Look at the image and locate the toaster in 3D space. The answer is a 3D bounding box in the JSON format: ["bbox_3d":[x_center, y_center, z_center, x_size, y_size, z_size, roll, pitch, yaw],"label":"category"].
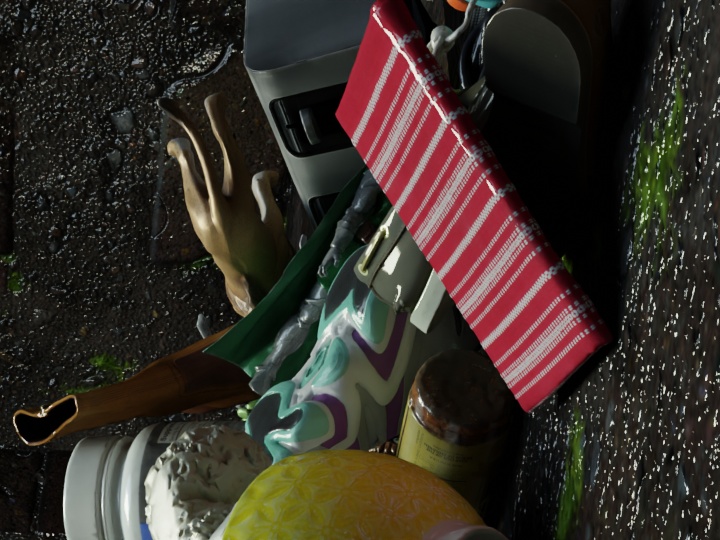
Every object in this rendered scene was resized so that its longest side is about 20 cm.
[{"bbox_3d":[0.001,-0.126,1.373,0.201,0.118,0.182,-93,-15,-52],"label":"toaster"}]

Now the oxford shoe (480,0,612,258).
[{"bbox_3d":[0.097,-0.074,0.985,0.071,0.071,0.201,-52,-18,-33],"label":"oxford shoe"}]

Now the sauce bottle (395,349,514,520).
[{"bbox_3d":[0.048,0.134,1.204,0.201,0.065,0.066,101,172,-47],"label":"sauce bottle"}]

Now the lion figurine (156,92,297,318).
[{"bbox_3d":[-0.079,-0.024,1.305,0.200,0.072,0.123,43,-151,-57],"label":"lion figurine"}]

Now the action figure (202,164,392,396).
[{"bbox_3d":[0.000,0.000,1.277,0.201,0.118,0.055,-58,26,9],"label":"action figure"}]

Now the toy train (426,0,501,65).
[{"bbox_3d":[0.078,-0.180,1.117,0.201,0.055,0.151,-82,13,-55],"label":"toy train"}]

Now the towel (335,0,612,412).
[{"bbox_3d":[0.053,-0.031,0.990,0.201,0.022,0.145,58,164,10],"label":"towel"}]

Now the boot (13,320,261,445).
[{"bbox_3d":[-0.128,0.070,1.426,0.188,0.199,0.069,-16,84,48],"label":"boot"}]

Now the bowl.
[{"bbox_3d":[0.028,0.183,1.028,0.107,0.199,0.202,-18,57,36],"label":"bowl"}]

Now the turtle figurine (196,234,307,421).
[{"bbox_3d":[-0.053,0.114,1.550,0.200,0.143,0.195,43,-140,-46],"label":"turtle figurine"}]

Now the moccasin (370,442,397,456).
[{"bbox_3d":[0.041,0.084,1.328,0.078,0.073,0.203,89,-169,-57],"label":"moccasin"}]

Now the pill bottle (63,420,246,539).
[{"bbox_3d":[-0.105,0.165,1.421,0.114,0.198,0.115,-3,-90,-77],"label":"pill bottle"}]

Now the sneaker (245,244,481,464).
[{"bbox_3d":[0.013,0.098,1.238,0.201,0.139,0.078,-57,27,2],"label":"sneaker"}]

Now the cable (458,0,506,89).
[{"bbox_3d":[0.073,-0.075,1.200,0.164,0.050,0.202,-96,11,-63],"label":"cable"}]

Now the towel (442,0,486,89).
[{"bbox_3d":[0.082,-0.244,1.341,0.193,0.034,0.201,102,172,-54],"label":"towel"}]

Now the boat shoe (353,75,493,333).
[{"bbox_3d":[0.056,-0.061,1.083,0.072,0.060,0.203,-36,-26,-59],"label":"boat shoe"}]

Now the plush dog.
[{"bbox_3d":[-0.028,0.198,1.124,0.160,0.170,0.202,10,93,56],"label":"plush dog"}]
